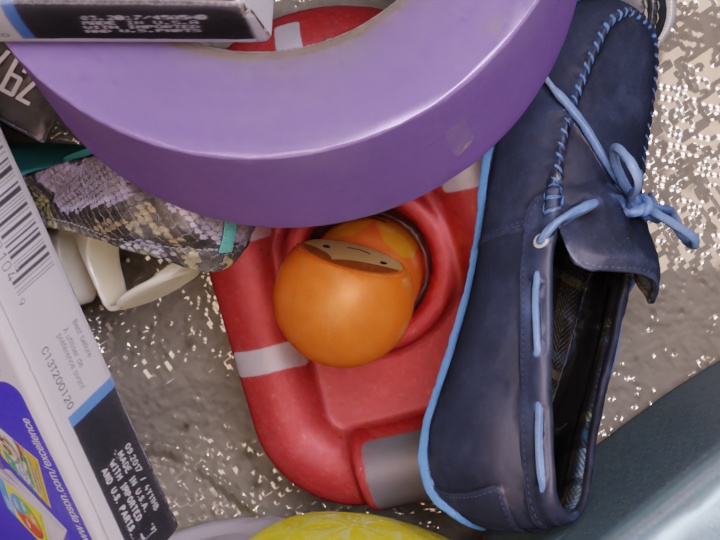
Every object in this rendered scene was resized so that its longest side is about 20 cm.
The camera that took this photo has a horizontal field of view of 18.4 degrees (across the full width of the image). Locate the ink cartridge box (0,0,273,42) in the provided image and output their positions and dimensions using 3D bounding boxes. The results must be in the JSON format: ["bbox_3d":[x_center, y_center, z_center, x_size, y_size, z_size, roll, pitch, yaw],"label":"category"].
[{"bbox_3d":[-0.122,-0.168,0.682,0.198,0.047,0.200,0,78,8],"label":"ink cartridge box"}]

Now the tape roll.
[{"bbox_3d":[-0.027,-0.120,0.725,0.200,0.085,0.200,-1,77,5],"label":"tape roll"}]

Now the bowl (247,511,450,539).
[{"bbox_3d":[0.031,0.186,0.824,0.108,0.200,0.200,-10,100,36],"label":"bowl"}]

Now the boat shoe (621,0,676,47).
[{"bbox_3d":[0.037,-0.148,0.843,0.200,0.060,0.076,38,102,0],"label":"boat shoe"}]

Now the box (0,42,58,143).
[{"bbox_3d":[-0.169,-0.166,0.815,0.200,0.086,0.164,27,92,-18],"label":"box"}]

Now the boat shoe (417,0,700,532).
[{"bbox_3d":[0.084,0.000,0.805,0.069,0.084,0.200,7,84,45],"label":"boat shoe"}]

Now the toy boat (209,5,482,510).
[{"bbox_3d":[0.000,0.000,0.840,0.130,0.131,0.200,-15,98,11],"label":"toy boat"}]

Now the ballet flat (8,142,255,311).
[{"bbox_3d":[-0.105,-0.018,0.838,0.200,0.072,0.072,-1,104,54],"label":"ballet flat"}]

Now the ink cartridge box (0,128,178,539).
[{"bbox_3d":[-0.184,0.023,0.869,0.200,0.043,0.198,4,126,39],"label":"ink cartridge box"}]

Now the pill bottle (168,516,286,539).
[{"bbox_3d":[-0.045,0.209,0.898,0.109,0.109,0.200,-16,98,12],"label":"pill bottle"}]

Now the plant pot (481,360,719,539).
[{"bbox_3d":[0.187,0.115,0.808,0.200,0.196,0.196,-42,91,0],"label":"plant pot"}]
